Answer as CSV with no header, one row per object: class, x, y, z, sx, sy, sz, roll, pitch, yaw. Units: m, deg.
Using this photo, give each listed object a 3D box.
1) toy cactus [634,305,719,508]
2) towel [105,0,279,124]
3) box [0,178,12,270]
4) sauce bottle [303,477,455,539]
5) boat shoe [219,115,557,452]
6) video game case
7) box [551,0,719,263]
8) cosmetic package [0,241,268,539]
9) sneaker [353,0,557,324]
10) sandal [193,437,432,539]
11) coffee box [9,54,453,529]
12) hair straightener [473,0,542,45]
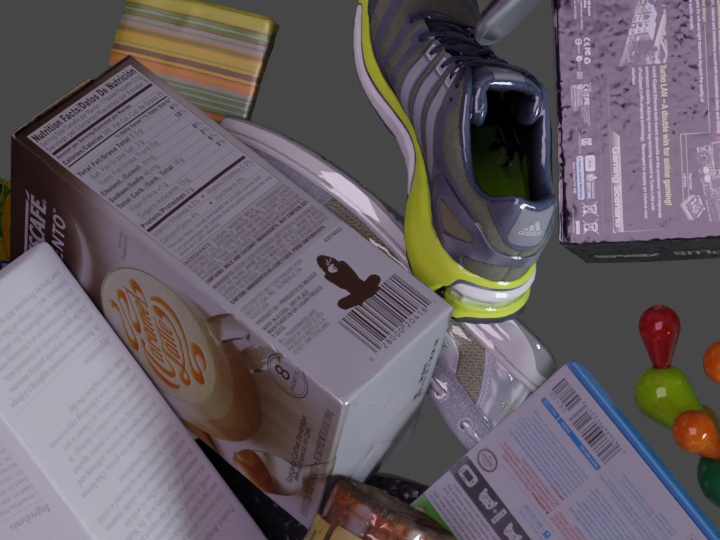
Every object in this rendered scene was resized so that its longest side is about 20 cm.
toy cactus,0.211,0.101,0.881,0.199,0.102,0.166,13,107,12
towel,-0.106,-0.041,1.000,0.086,0.018,0.201,15,89,19
box,-0.256,0.050,0.929,0.122,0.193,0.201,-3,83,24
sauce bottle,-0.027,0.192,0.863,0.066,0.066,0.200,28,93,15
boat shoe,0.001,0.001,0.940,0.202,0.074,0.065,40,91,7
video game case,0.065,0.158,0.870,0.200,0.018,0.143,-43,64,12
box,0.173,-0.109,0.899,0.163,0.086,0.201,-4,84,14
cosmetic package,-0.127,0.100,0.885,0.071,0.101,0.200,-31,99,30
sneaker,0.052,-0.079,0.905,0.074,0.081,0.200,-1,59,-26
sandal,-0.001,0.128,0.947,0.200,0.048,0.076,21,91,28
coffee box,-0.065,0.010,0.903,0.200,0.115,0.080,38,56,18
hair straightener,0.127,-0.163,0.856,0.200,0.041,0.077,-38,78,4
